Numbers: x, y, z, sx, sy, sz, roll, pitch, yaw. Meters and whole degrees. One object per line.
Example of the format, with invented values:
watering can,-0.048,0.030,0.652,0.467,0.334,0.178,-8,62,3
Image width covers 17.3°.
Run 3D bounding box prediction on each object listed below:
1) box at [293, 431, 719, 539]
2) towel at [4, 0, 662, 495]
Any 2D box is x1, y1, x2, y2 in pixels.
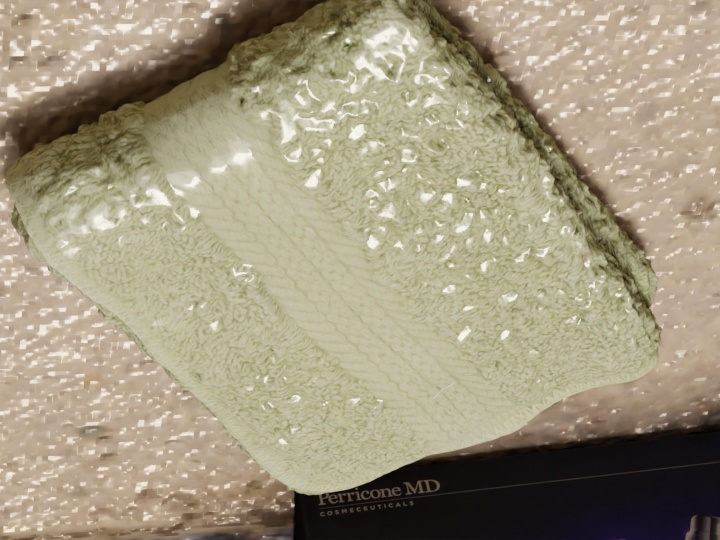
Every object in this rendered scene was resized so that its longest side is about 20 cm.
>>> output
box,0.083,0.137,0.818,0.198,0.142,0.079,-6,137,-8
towel,0.000,0.000,0.716,0.148,0.037,0.200,-26,138,14
